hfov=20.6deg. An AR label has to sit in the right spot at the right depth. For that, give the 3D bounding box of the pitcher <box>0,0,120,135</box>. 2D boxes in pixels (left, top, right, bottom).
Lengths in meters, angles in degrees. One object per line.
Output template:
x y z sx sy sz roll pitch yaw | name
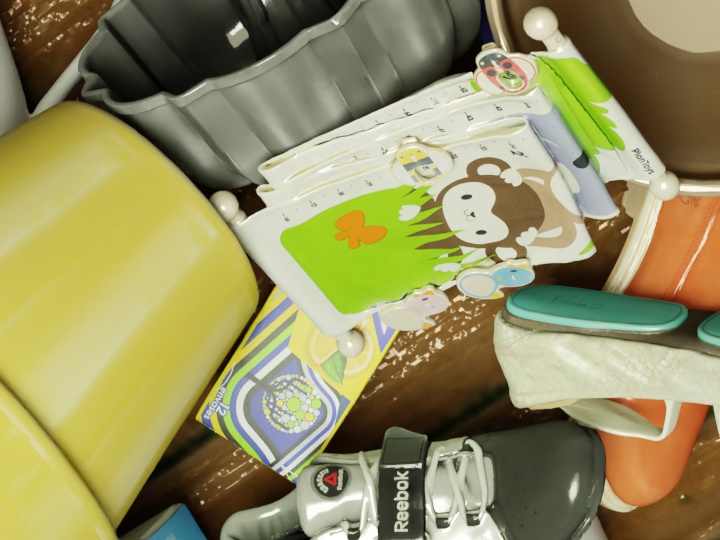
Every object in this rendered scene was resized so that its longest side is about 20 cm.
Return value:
-0.195 -0.087 0.971 0.170 0.121 0.202 3 85 -4 | pitcher

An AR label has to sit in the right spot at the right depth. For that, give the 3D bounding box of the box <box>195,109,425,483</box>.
0.000 0.000 0.968 0.064 0.070 0.201 31 100 -1 | box

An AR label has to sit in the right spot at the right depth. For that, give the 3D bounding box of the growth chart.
0.037 -0.029 0.854 0.199 0.018 0.145 -26 134 29 | growth chart

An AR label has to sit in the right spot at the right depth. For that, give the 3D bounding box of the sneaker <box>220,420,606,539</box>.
0.018 0.113 0.909 0.199 0.088 0.075 -28 47 32 | sneaker

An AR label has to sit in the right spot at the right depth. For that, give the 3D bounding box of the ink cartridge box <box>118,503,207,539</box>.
-0.098 0.236 0.932 0.146 0.086 0.201 -32 90 9 | ink cartridge box

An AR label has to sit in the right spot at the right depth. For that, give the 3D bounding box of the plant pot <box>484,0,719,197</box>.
0.156 -0.137 0.882 0.199 0.093 0.203 1 97 9 | plant pot

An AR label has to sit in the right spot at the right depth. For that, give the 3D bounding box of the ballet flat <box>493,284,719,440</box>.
0.150 0.046 0.875 0.199 0.067 0.063 7 111 36 | ballet flat

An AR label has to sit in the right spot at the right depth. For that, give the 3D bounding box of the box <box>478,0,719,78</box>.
0.149 -0.155 0.947 0.199 0.041 0.120 -31 91 12 | box

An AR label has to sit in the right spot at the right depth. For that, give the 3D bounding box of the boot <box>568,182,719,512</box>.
0.164 0.027 0.925 0.107 0.075 0.202 23 103 43 | boot

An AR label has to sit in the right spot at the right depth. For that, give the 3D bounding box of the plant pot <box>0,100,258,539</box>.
-0.151 0.035 0.857 0.201 0.201 0.189 45 71 1 | plant pot

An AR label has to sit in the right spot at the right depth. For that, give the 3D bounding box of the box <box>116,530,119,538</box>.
-0.228 0.155 1.017 0.198 0.075 0.051 -18 96 8 | box

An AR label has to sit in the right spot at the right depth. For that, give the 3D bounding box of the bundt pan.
-0.026 -0.111 0.907 0.201 0.202 0.076 -29 118 10 | bundt pan

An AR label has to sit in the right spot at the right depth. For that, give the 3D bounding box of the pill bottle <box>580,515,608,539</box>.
0.115 0.222 0.955 0.111 0.112 0.201 -25 93 10 | pill bottle
